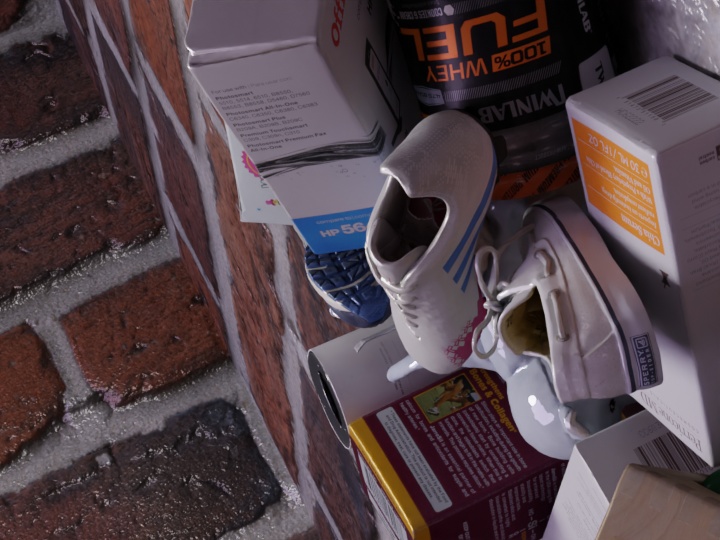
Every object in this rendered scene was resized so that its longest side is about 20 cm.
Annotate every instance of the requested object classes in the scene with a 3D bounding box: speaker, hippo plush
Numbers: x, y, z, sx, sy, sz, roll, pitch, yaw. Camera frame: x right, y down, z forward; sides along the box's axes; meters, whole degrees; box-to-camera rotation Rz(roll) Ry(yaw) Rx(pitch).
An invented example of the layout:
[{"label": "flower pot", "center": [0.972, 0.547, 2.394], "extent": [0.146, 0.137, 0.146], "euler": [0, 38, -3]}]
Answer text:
[{"label": "speaker", "center": [0.062, 0.060, 1.238], "extent": [0.082, 0.199, 0.081], "euler": [67, 168, 0]}, {"label": "hippo plush", "center": [0.112, 0.041, 1.068], "extent": [0.161, 0.200, 0.159], "euler": [51, -177, 28]}]

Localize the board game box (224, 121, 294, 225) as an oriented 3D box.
[{"label": "board game box", "center": [-0.051, -0.156, 1.194], "extent": [0.148, 0.064, 0.201], "euler": [84, -168, -54]}]

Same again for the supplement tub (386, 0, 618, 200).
[{"label": "supplement tub", "center": [0.080, -0.152, 0.968], "extent": [0.201, 0.122, 0.122], "euler": [70, 167, -19]}]

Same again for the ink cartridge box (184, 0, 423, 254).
[{"label": "ink cartridge box", "center": [-0.022, -0.126, 0.995], "extent": [0.200, 0.084, 0.147], "euler": [58, -148, -53]}]

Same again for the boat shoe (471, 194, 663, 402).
[{"label": "boat shoe", "center": [0.100, 0.021, 0.927], "extent": [0.202, 0.085, 0.075], "euler": [-110, 4, -63]}]

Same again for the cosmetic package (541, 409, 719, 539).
[{"label": "cosmetic package", "center": [0.192, 0.162, 1.086], "extent": [0.081, 0.112, 0.200], "euler": [61, 168, 26]}]

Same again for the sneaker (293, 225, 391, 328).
[{"label": "sneaker", "center": [0.000, 0.000, 1.206], "extent": [0.200, 0.077, 0.086], "euler": [-112, 2, -64]}]

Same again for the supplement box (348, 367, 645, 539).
[{"label": "supplement box", "center": [0.106, 0.128, 1.176], "extent": [0.111, 0.199, 0.086], "euler": [56, 165, 41]}]

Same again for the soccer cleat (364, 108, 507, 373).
[{"label": "soccer cleat", "center": [0.032, -0.005, 0.963], "extent": [0.070, 0.086, 0.201], "euler": [33, 141, 28]}]

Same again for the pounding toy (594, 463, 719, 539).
[{"label": "pounding toy", "center": [0.200, 0.183, 0.858], "extent": [0.142, 0.201, 0.184], "euler": [23, -177, 30]}]

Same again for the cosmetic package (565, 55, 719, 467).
[{"label": "cosmetic package", "center": [0.183, -0.005, 0.913], "extent": [0.101, 0.071, 0.201], "euler": [45, 155, 59]}]
